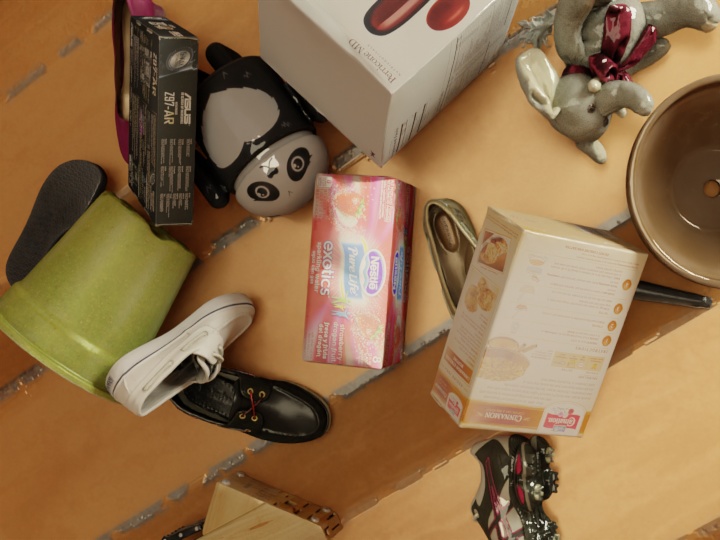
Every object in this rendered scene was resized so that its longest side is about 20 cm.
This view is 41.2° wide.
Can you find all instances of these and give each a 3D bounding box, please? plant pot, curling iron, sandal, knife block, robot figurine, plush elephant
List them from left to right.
[{"bbox_3d":[-0.378,-0.059,1.199,0.076,0.043,0.201,48,111,18],"label":"sandal"},{"bbox_3d":[-0.292,0.020,1.104,0.199,0.200,0.186,35,88,13],"label":"plant pot"},{"bbox_3d":[-0.137,0.337,1.110,0.196,0.064,0.179,18,95,15],"label":"knife block"},{"bbox_3d":[-0.120,-0.156,1.074,0.202,0.124,0.150,55,142,10],"label":"robot figurine"},{"bbox_3d":[0.239,-0.201,0.959,0.198,0.163,0.158,-10,72,44],"label":"plush elephant"},{"bbox_3d":[0.271,0.007,1.012,0.197,0.026,0.051,19,98,15],"label":"curling iron"},{"bbox_3d":[0.358,-0.085,0.947,0.196,0.093,0.206,0,91,8],"label":"plant pot"}]

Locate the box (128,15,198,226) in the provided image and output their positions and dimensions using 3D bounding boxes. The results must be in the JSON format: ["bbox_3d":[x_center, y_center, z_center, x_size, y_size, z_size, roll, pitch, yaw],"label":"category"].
[{"bbox_3d":[-0.223,-0.170,1.069,0.043,0.160,0.204,-3,111,-24],"label":"box"}]

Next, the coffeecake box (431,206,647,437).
[{"bbox_3d":[0.175,0.055,0.954,0.151,0.073,0.204,9,107,-25],"label":"coffeecake box"}]

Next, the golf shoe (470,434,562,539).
[{"bbox_3d":[0.166,0.277,1.029,0.087,0.077,0.205,-3,86,36],"label":"golf shoe"}]

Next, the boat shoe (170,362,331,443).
[{"bbox_3d":[-0.132,0.156,1.112,0.198,0.063,0.075,15,91,14],"label":"boat shoe"}]

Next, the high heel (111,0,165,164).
[{"bbox_3d":[-0.277,-0.230,1.136,0.066,0.096,0.205,3,90,16],"label":"high heel"}]

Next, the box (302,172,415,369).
[{"bbox_3d":[0.000,0.000,1.052,0.093,0.102,0.205,5,90,16],"label":"box"}]

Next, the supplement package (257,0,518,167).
[{"bbox_3d":[0.027,-0.262,0.985,0.191,0.148,0.200,42,72,12],"label":"supplement package"}]

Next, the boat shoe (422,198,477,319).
[{"bbox_3d":[0.117,0.017,1.038,0.072,0.063,0.203,-30,82,13],"label":"boat shoe"}]

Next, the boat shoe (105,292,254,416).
[{"bbox_3d":[-0.185,0.094,1.068,0.065,0.199,0.073,38,135,25],"label":"boat shoe"}]
